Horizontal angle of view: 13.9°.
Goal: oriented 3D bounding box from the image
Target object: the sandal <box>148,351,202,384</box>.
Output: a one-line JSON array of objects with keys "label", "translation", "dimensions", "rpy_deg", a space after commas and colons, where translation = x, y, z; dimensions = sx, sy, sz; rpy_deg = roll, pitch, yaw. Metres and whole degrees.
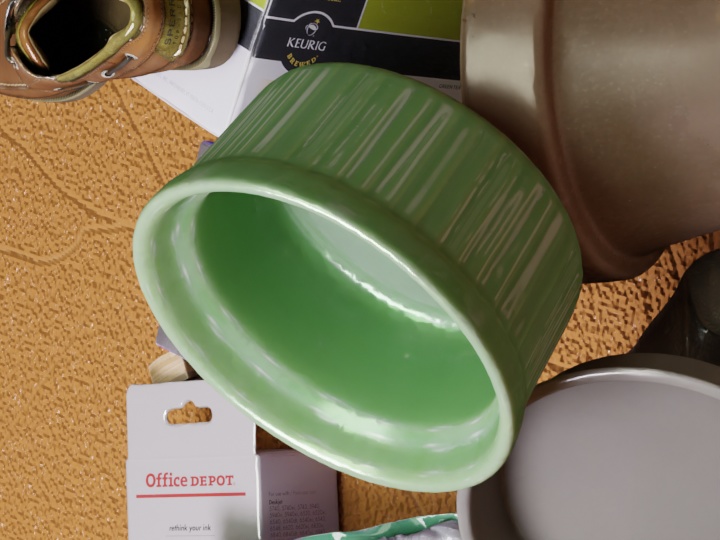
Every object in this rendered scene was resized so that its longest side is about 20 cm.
[{"label": "sandal", "translation": [-0.058, 0.010, 1.667], "dimensions": [0.212, 0.078, 0.070], "rpy_deg": [-28, 75, 46]}]

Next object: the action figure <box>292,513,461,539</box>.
[{"label": "action figure", "translation": [0.003, 0.178, 1.576], "dimensions": [0.200, 0.055, 0.118], "rpy_deg": [-17, 95, 15]}]

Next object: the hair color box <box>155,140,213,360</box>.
[{"label": "hair color box", "translation": [0.000, 0.000, 1.519], "dimensions": [0.065, 0.200, 0.110], "rpy_deg": [27, 107, 49]}]

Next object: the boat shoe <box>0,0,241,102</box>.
[{"label": "boat shoe", "translation": [-0.148, -0.125, 1.486], "dimensions": [0.200, 0.068, 0.072], "rpy_deg": [-9, 87, 48]}]

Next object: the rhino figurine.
[{"label": "rhino figurine", "translation": [0.153, 0.068, 1.463], "dimensions": [0.200, 0.060, 0.088], "rpy_deg": [-52, 37, 32]}]

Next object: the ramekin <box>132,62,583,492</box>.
[{"label": "ramekin", "translation": [0.004, -0.001, 1.351], "dimensions": [0.200, 0.098, 0.200], "rpy_deg": [25, 147, 17]}]

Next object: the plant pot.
[{"label": "plant pot", "translation": [0.164, -0.094, 1.387], "dimensions": [0.174, 0.200, 0.201], "rpy_deg": [-1, 88, 29]}]

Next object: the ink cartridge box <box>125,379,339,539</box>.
[{"label": "ink cartridge box", "translation": [-0.072, 0.162, 1.682], "dimensions": [0.116, 0.068, 0.201], "rpy_deg": [-5, 86, 44]}]

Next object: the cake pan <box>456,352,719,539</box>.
[{"label": "cake pan", "translation": [0.146, 0.120, 1.412], "dimensions": [0.200, 0.037, 0.201], "rpy_deg": [11, 127, 15]}]

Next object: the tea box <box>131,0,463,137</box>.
[{"label": "tea box", "translation": [-0.007, -0.174, 1.534], "dimensions": [0.134, 0.200, 0.197], "rpy_deg": [36, 112, 40]}]
